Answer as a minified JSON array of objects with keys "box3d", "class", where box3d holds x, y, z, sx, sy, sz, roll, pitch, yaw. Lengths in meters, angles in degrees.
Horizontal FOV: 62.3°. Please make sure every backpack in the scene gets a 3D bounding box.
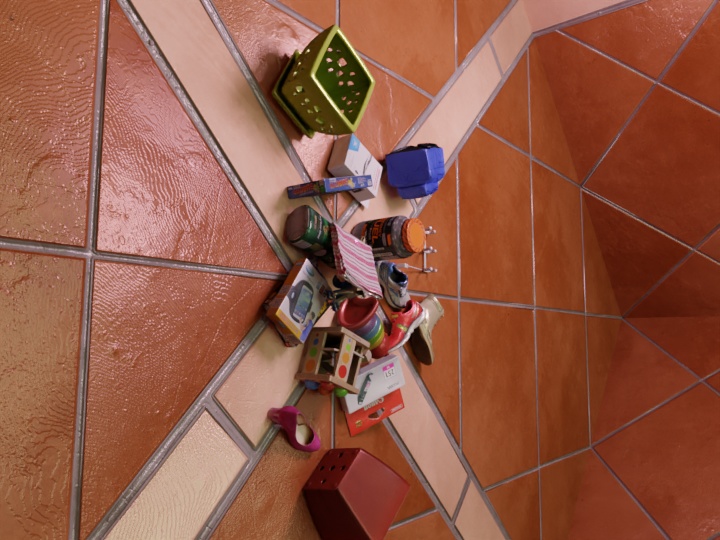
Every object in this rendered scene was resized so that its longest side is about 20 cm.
[{"box3d":[0.181,-0.321,1.909,0.200,0.160,0.170,-35,123,-61],"class":"backpack"}]

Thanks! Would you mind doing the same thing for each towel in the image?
[{"box3d":[-0.009,-0.028,1.513,0.146,0.030,0.202,33,31,-35],"class":"towel"}]

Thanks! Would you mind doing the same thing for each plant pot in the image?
[{"box3d":[-0.104,-0.473,1.543,0.199,0.180,0.202,46,53,-37],"class":"plant pot"},{"box3d":[-0.026,0.570,1.535,0.177,0.199,0.200,55,46,-15],"class":"plant pot"}]

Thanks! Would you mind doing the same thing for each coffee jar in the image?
[{"box3d":[-0.101,-0.083,1.574,0.199,0.085,0.106,32,46,-45],"class":"coffee jar"}]

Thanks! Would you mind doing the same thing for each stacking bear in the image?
[{"box3d":[0.023,0.176,1.696,0.114,0.120,0.201,-59,137,-28],"class":"stacking bear"}]

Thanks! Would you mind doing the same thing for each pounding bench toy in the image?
[{"box3d":[-0.051,0.258,1.575,0.199,0.123,0.158,35,60,-44],"class":"pounding bench toy"}]

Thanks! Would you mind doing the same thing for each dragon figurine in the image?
[{"box3d":[-0.041,0.043,1.548,0.200,0.098,0.060,-88,166,-68],"class":"dragon figurine"}]

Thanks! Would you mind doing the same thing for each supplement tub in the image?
[{"box3d":[0.081,-0.092,1.719,0.122,0.198,0.125,9,79,-50],"class":"supplement tub"}]

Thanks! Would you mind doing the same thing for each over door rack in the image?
[{"box3d":[0.195,-0.073,1.965,0.199,0.066,0.150,8,79,-51],"class":"over door rack"}]

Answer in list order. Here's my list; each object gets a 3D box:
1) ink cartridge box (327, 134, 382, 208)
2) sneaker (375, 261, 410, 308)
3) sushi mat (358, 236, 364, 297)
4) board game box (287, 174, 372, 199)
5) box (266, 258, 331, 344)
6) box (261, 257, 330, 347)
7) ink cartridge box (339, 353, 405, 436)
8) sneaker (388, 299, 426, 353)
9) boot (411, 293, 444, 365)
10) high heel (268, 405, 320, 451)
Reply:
[{"box3d":[-0.001,-0.285,1.734,0.200,0.066,0.117,41,50,-41],"class":"ink cartridge box"},{"box3d":[0.113,0.048,1.834,0.201,0.084,0.078,52,49,-35],"class":"sneaker"},{"box3d":[0.000,0.000,1.682,0.201,0.012,0.096,83,28,-54],"class":"sushi mat"},{"box3d":[-0.079,-0.223,1.585,0.199,0.134,0.035,-17,100,-51],"class":"board game box"},{"box3d":[-0.145,0.067,1.483,0.119,0.041,0.201,52,51,-34],"class":"box"},{"box3d":[-0.154,0.080,1.533,0.200,0.040,0.138,-49,122,-42],"class":"box"},{"box3d":[0.040,0.356,1.689,0.198,0.043,0.176,-21,103,-27],"class":"ink cartridge box"},{"box3d":[0.115,0.170,1.828,0.085,0.077,0.200,48,65,-14],"class":"sneaker"},{"box3d":[0.226,0.194,1.970,0.155,0.072,0.202,-33,106,-44],"class":"boot"},{"box3d":[-0.137,0.396,1.475,0.201,0.095,0.068,55,48,-32],"class":"high heel"}]
